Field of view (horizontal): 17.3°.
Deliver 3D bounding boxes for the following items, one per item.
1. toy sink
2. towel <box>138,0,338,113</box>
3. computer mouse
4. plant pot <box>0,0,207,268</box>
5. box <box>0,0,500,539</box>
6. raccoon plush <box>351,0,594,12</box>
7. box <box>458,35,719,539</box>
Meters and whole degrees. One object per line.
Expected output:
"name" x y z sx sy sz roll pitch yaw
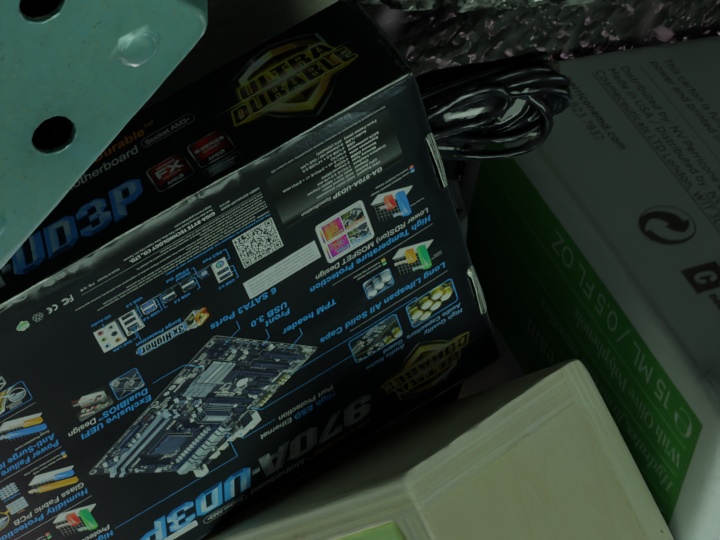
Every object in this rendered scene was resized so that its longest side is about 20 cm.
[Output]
"toy sink" 0.045 0.154 0.829 0.130 0.200 0.112 -23 -174 45
"towel" -0.093 -0.060 0.800 0.200 0.034 0.133 -13 138 -25
"computer mouse" 0.000 0.000 0.884 0.138 0.053 0.200 -18 139 -23
"plant pot" -0.133 -0.103 0.600 0.141 0.200 0.141 -47 139 16
"box" -0.059 0.021 0.778 0.200 0.046 0.159 -31 142 -7
"raccoon plush" 0.043 -0.160 0.780 0.097 0.200 0.134 1 102 15
"box" 0.159 0.030 0.930 0.200 0.199 0.171 -12 136 -22
